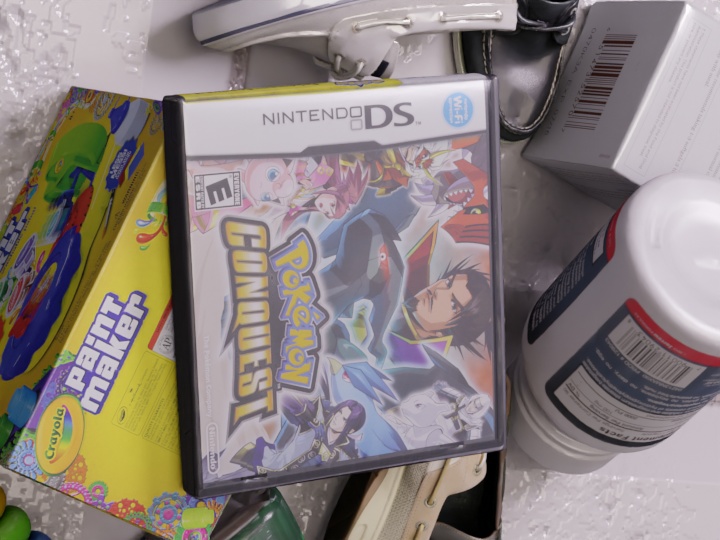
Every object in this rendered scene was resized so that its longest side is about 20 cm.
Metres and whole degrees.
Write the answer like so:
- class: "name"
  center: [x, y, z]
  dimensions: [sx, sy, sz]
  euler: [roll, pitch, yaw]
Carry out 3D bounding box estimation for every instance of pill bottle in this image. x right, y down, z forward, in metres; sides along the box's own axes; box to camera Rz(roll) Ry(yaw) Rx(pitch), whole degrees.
- class: "pill bottle"
  center: [0.167, 0.041, 1.206]
  dimensions: [0.119, 0.200, 0.121]
  euler: [12, 55, -19]

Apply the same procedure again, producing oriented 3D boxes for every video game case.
- class: "video game case"
  center: [-0.009, 0.005, 1.012]
  dimensions: [0.179, 0.025, 0.202]
  euler: [-7, 100, -25]

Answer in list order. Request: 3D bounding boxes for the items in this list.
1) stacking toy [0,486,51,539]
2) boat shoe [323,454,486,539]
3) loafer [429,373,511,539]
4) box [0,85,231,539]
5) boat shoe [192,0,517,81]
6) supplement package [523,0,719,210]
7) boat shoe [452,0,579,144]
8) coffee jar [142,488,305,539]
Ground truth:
- class: "stacking toy"
  center: [-0.220, 0.156, 1.127]
  dimensions: [0.085, 0.085, 0.201]
  euler: [-39, 104, -15]
- class: "boat shoe"
  center: [0.044, 0.106, 1.202]
  dimensions: [0.064, 0.072, 0.201]
  euler: [23, 105, -11]
- class: "loafer"
  center: [0.059, 0.149, 1.253]
  dimensions: [0.071, 0.063, 0.202]
  euler: [2, 96, -25]
- class: "box"
  center: [-0.124, 0.020, 1.081]
  dimensions: [0.121, 0.192, 0.201]
  euler: [27, 85, -25]
- class: "boat shoe"
  center: [0.001, -0.146, 1.174]
  dimensions: [0.198, 0.071, 0.071]
  euler: [-14, 101, -15]
- class: "supplement package"
  center: [0.228, -0.076, 1.269]
  dimensions: [0.199, 0.117, 0.118]
  euler: [28, 84, -24]
- class: "boat shoe"
  center: [0.107, -0.178, 1.228]
  dimensions: [0.074, 0.066, 0.202]
  euler: [4, 96, -26]
- class: "coffee jar"
  center: [-0.051, 0.232, 1.203]
  dimensions: [0.104, 0.085, 0.201]
  euler: [-36, 110, -15]
